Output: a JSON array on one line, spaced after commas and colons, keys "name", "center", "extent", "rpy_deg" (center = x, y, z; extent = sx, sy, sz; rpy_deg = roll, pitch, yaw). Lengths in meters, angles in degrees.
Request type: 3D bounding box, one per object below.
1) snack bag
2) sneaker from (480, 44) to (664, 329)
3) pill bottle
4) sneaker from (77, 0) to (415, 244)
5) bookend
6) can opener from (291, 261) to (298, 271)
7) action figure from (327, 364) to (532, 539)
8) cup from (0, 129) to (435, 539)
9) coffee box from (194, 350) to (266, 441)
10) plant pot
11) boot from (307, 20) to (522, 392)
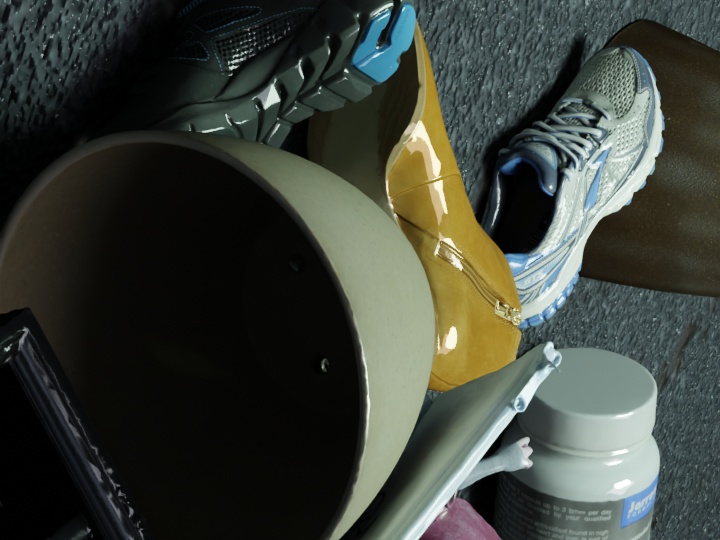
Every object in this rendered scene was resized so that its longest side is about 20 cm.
[{"name": "snack bag", "center": [-0.014, 0.115, 0.980], "extent": [0.021, 0.200, 0.189], "rpy_deg": [49, 55, -9]}, {"name": "sneaker", "center": [0.130, -0.063, 1.374], "extent": [0.201, 0.077, 0.085], "rpy_deg": [-63, 147, -13]}, {"name": "pill bottle", "center": [0.150, 0.163, 1.512], "extent": [0.114, 0.113, 0.201], "rpy_deg": [-33, 135, -48]}, {"name": "sneaker", "center": [-0.070, -0.085, 1.016], "extent": [0.199, 0.082, 0.073], "rpy_deg": [-35, 150, -19]}, {"name": "bookend", "center": [-0.177, 0.153, 0.850], "extent": [0.200, 0.092, 0.200], "rpy_deg": [-38, 107, -42]}, {"name": "can opener", "center": [0.000, 0.000, 1.199], "extent": [0.200, 0.078, 0.064], "rpy_deg": [30, 85, -52]}, {"name": "action figure", "center": [0.027, 0.140, 1.290], "extent": [0.149, 0.134, 0.201], "rpy_deg": [-38, 108, -11]}, {"name": "cup", "center": [-0.045, 0.030, 0.946], "extent": [0.143, 0.199, 0.202], "rpy_deg": [-18, 123, -56]}, {"name": "coffee box", "center": [-0.115, 0.127, 1.051], "extent": [0.200, 0.079, 0.113], "rpy_deg": [-53, 147, -29]}, {"name": "plant pot", "center": [0.260, -0.055, 1.475], "extent": [0.187, 0.199, 0.188], "rpy_deg": [-38, 139, -43]}, {"name": "boot", "center": [0.037, -0.033, 1.174], "extent": [0.144, 0.070, 0.203], "rpy_deg": [24, 62, -55]}]
